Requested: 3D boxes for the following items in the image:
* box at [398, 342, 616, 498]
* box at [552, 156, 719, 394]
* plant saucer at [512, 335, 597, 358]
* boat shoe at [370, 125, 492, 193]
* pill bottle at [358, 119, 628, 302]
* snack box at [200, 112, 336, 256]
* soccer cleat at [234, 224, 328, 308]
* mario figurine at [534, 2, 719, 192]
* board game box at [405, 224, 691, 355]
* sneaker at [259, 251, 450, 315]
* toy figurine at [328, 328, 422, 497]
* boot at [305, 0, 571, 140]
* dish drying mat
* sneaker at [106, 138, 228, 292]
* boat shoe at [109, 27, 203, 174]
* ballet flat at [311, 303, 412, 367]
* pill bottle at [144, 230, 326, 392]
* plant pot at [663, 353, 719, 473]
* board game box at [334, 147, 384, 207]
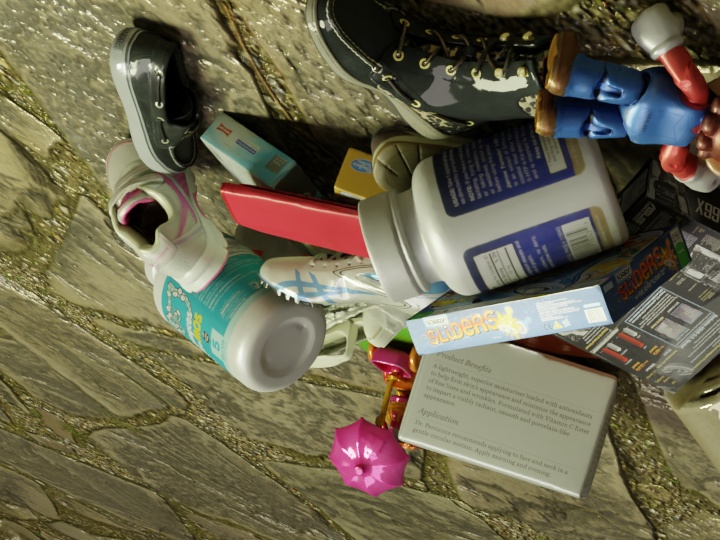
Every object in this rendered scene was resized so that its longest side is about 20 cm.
[{"bbox_3d":[0.161,0.149,1.807,0.199,0.131,0.200,17,176,12],"label":"box"},{"bbox_3d":[0.264,0.010,1.492,0.158,0.050,0.200,25,137,-11],"label":"box"},{"bbox_3d":[0.225,0.049,1.670,0.200,0.032,0.200,8,165,2],"label":"plant saucer"},{"bbox_3d":[0.104,-0.091,1.478,0.201,0.066,0.072,9,126,-17],"label":"boat shoe"},{"bbox_3d":[0.106,-0.047,1.392,0.200,0.120,0.120,-19,146,9],"label":"pill bottle"},{"bbox_3d":[-0.066,-0.064,1.670,0.116,0.037,0.200,36,170,39],"label":"snack box"},{"bbox_3d":[-0.066,0.006,1.845,0.200,0.069,0.078,33,158,-32],"label":"soccer cleat"},{"bbox_3d":[0.232,-0.125,1.266,0.200,0.106,0.123,12,168,-1],"label":"mario figurine"},{"bbox_3d":[0.153,0.017,1.409,0.200,0.135,0.034,-12,103,42],"label":"board game box"},{"bbox_3d":[0.000,0.000,1.617,0.200,0.073,0.072,5,-164,19],"label":"sneaker"},{"bbox_3d":[0.034,0.175,1.976,0.150,0.184,0.200,11,156,25],"label":"toy figurine"},{"bbox_3d":[0.069,-0.170,1.322,0.154,0.074,0.204,-2,154,40],"label":"boot"},{"bbox_3d":[-0.027,-0.041,1.560,0.200,0.018,0.077,12,152,19],"label":"dish drying mat"},{"bbox_3d":[-0.206,-0.069,1.689,0.088,0.081,0.200,29,-163,-49],"label":"sneaker"},{"bbox_3d":[-0.180,-0.150,1.596,0.057,0.069,0.200,14,154,18],"label":"boat shoe"},{"bbox_3d":[-0.004,0.062,1.808,0.200,0.072,0.072,-24,137,22],"label":"ballet flat"},{"bbox_3d":[-0.134,0.030,1.726,0.200,0.111,0.111,35,170,39],"label":"pill bottle"},{"bbox_3d":[0.389,0.132,1.591,0.183,0.200,0.200,44,151,-20],"label":"plant pot"},{"bbox_3d":[0.076,-0.047,1.580,0.200,0.040,0.153,21,173,3],"label":"board game box"}]
